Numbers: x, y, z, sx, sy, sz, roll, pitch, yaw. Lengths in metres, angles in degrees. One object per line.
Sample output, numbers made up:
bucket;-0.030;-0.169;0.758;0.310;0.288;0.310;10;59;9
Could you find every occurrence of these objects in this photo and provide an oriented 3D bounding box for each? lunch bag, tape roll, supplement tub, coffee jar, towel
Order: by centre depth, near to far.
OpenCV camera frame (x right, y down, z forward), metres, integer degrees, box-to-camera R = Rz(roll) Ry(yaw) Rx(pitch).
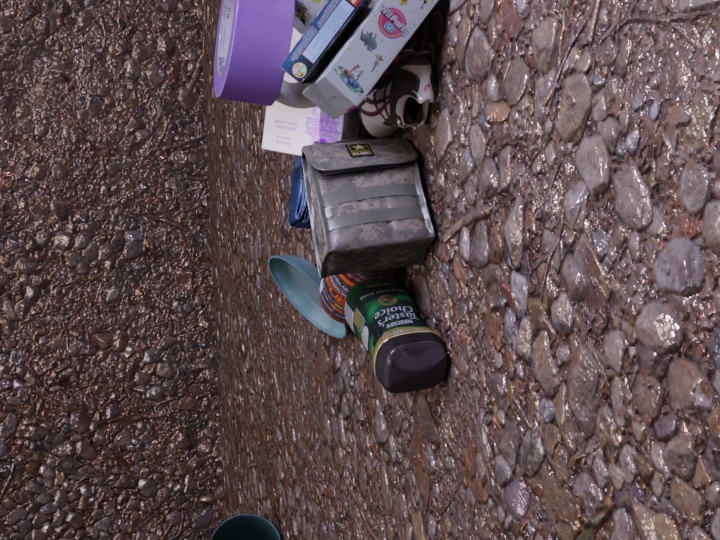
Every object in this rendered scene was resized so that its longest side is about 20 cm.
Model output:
lunch bag;0.006;-0.108;1.390;0.118;0.161;0.203;110;151;-64
coffee jar;0.050;0.093;1.392;0.200;0.103;0.086;-122;30;-56
tape roll;-0.160;-0.351;1.418;0.200;0.084;0.203;-173;90;-73
supplement tub;0.000;0.000;1.530;0.201;0.105;0.108;115;146;-59
towel;-0.090;-0.173;1.641;0.112;0.048;0.203;175;101;-74

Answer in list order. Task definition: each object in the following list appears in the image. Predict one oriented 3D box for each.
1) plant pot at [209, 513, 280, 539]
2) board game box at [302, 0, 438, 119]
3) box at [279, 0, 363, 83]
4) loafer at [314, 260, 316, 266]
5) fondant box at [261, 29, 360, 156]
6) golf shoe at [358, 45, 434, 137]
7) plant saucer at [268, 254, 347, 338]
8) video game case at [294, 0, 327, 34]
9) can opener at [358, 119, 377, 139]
plant pot;-0.305;0.785;2.587;0.162;0.197;0.202;89;167;-53
board game box;0.015;-0.307;1.287;0.201;0.064;0.147;-55;14;-7
box;-0.049;-0.324;1.321;0.137;0.038;0.200;-52;7;10
loafer;-0.054;-0.009;1.766;0.201;0.070;0.074;108;152;-51
fondant box;-0.069;-0.277;1.485;0.142;0.058;0.203;13;103;26
golf shoe;0.051;-0.233;1.369;0.200;0.076;0.089;122;135;-63
plant saucer;-0.088;0.039;1.766;0.199;0.036;0.201;40;159;18
video game case;-0.012;-0.444;1.364;0.045;0.201;0.181;43;163;-8
can opener;0.011;-0.226;1.533;0.201;0.053;0.068;112;148;-53
